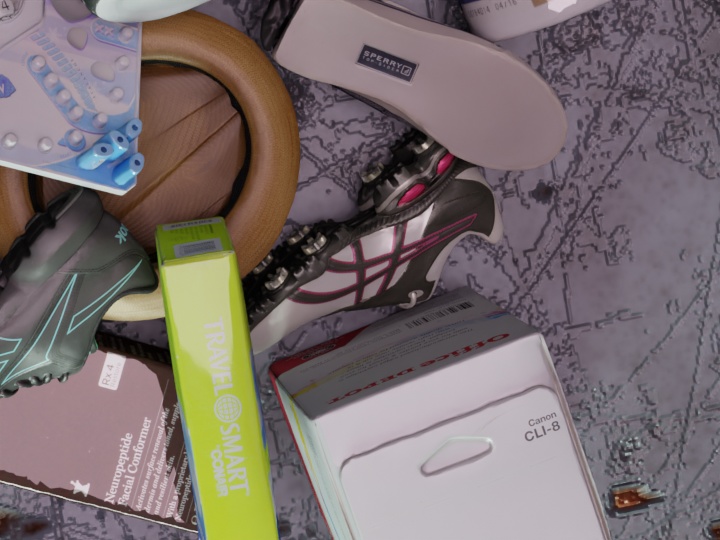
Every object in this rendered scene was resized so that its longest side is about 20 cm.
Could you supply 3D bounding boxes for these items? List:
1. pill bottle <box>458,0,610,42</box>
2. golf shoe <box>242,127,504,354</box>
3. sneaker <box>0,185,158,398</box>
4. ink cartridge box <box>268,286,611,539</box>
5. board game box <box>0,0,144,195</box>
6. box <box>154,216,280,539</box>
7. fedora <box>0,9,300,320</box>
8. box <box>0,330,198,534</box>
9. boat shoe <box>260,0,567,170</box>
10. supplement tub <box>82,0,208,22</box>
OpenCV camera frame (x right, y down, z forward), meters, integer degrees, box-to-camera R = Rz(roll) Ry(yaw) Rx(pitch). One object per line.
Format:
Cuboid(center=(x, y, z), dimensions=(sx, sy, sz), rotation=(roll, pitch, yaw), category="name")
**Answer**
Cuboid(center=(0.087, -0.248, 1.490), dimensions=(0.111, 0.111, 0.200), rotation=(-23, 100, -6), category="pill bottle")
Cuboid(center=(0.000, 0.000, 1.527), dimensions=(0.200, 0.077, 0.088), rotation=(-39, 107, -2), category="golf shoe")
Cuboid(center=(-0.203, 0.046, 1.428), dimensions=(0.079, 0.075, 0.200), rotation=(43, 94, -19), category="sneaker")
Cuboid(center=(0.044, 0.111, 1.481), dimensions=(0.145, 0.200, 0.145), rotation=(-21, 99, -6), category="ink cartridge box")
Cuboid(center=(-0.207, -0.158, 1.376), dimensions=(0.200, 0.026, 0.200), rotation=(14, 63, -30), category="board game box")
Cuboid(center=(-0.082, 0.078, 1.420), dimensions=(0.048, 0.122, 0.200), rotation=(-9, 102, -5), category="box")
Cuboid(center=(-0.135, -0.068, 1.494), dimensions=(0.201, 0.082, 0.201), rotation=(-1, 100, -4), category="fedora")
Cuboid(center=(-0.178, 0.086, 1.510), dimensions=(0.200, 0.075, 0.100), rotation=(15, 95, -8), category="box")
Cuboid(center=(0.032, -0.131, 1.504), dimensions=(0.200, 0.093, 0.075), rotation=(26, 107, -15), category="boat shoe")
Cuboid(center=(-0.129, -0.251, 1.376), dimensions=(0.123, 0.123, 0.200), rotation=(-20, 82, -6), category="supplement tub")
